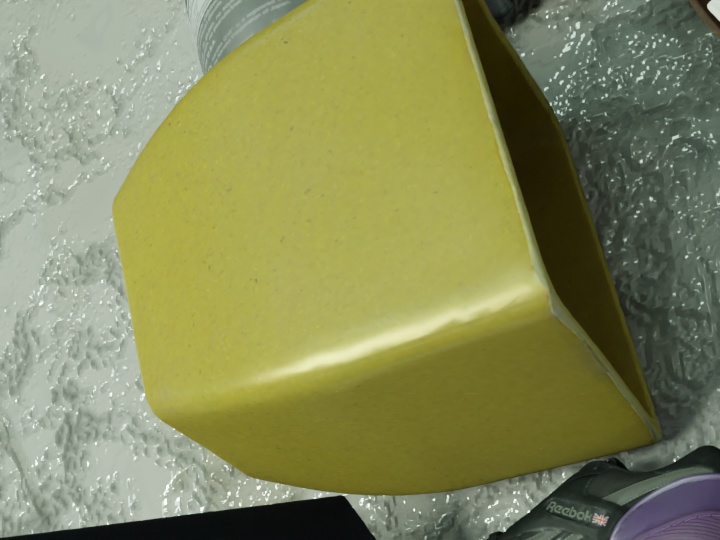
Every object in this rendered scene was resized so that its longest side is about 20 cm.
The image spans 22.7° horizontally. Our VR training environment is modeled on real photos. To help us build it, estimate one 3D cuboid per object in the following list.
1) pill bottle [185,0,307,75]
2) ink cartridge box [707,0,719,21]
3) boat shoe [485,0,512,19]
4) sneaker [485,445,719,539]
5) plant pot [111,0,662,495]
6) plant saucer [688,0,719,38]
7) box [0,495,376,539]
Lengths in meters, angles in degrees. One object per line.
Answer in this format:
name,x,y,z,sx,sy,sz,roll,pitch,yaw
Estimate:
pill bottle,-0.035,-0.133,0.987,0.114,0.114,0.200,-39,44,22
ink cartridge box,0.197,-0.092,0.590,0.200,0.117,0.067,-47,50,15
boat shoe,0.033,-0.212,0.997,0.068,0.072,0.201,-21,57,5
sneaker,0.102,0.136,0.836,0.200,0.076,0.088,-18,40,38
plant pot,0.000,0.000,0.835,0.199,0.196,0.195,-22,61,13
plant saucer,0.229,-0.173,0.791,0.200,0.037,0.201,14,122,23
box,-0.095,0.220,0.830,0.118,0.196,0.200,54,132,38
